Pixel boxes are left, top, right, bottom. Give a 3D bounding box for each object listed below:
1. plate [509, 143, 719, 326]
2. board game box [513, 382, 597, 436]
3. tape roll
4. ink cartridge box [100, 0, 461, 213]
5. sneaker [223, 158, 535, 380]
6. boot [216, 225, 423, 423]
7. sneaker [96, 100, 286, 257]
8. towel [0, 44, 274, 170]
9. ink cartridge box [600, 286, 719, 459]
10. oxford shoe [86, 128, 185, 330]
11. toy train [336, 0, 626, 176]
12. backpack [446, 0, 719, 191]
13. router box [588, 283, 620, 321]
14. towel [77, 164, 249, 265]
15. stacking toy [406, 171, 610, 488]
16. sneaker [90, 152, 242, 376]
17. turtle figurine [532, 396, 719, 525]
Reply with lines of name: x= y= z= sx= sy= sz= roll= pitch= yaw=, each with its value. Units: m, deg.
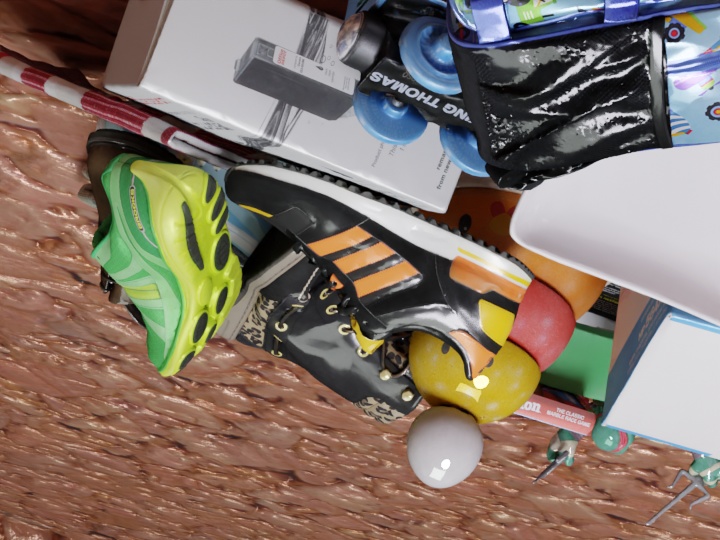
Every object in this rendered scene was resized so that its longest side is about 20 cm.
plate: x=0.199 y=-0.074 z=0.935 sx=0.200 sy=0.200 sz=0.032 roll=21 pitch=-171 yaw=-17
board game box: x=0.099 y=0.072 z=1.291 sx=0.103 sy=0.019 sz=0.200 roll=16 pitch=-172 yaw=-10
tape roll: x=0.127 y=0.042 z=1.325 sx=0.200 sy=0.048 sz=0.200 roll=19 pitch=-173 yaw=-2
ink cartridge box: x=-0.043 y=-0.111 z=1.058 sx=0.200 sy=0.084 sz=0.144 roll=22 pitch=179 yaw=-18
sneaker: x=0.000 y=0.000 z=1.073 sx=0.200 sy=0.090 sz=0.070 roll=22 pitch=179 yaw=3
boot: x=-0.008 y=0.028 z=1.210 sx=0.150 sy=0.073 sz=0.200 roll=33 pitch=145 yaw=-8
sneaker: x=-0.081 y=-0.085 z=1.240 sx=0.200 sy=0.080 sz=0.131 roll=30 pitch=140 yaw=-9
towel: x=-0.162 y=-0.109 z=1.154 sx=0.200 sy=0.023 sz=0.144 roll=24 pitch=-177 yaw=27
ink cartridge box: x=0.236 y=0.000 z=1.083 sx=0.128 sy=0.200 sz=0.125 roll=15 pitch=142 yaw=-2
oxford shoe: x=-0.146 y=-0.021 z=1.200 sx=0.072 sy=0.085 sz=0.200 roll=9 pitch=149 yaw=16
toy train: x=0.081 y=-0.113 z=0.978 sx=0.200 sy=0.115 sz=0.087 roll=21 pitch=148 yaw=-18
backpack: x=0.142 y=-0.142 z=0.787 sx=0.199 sy=0.183 sz=0.135 roll=-6 pitch=137 yaw=14
router box: x=0.186 y=-0.015 z=1.252 sx=0.200 sy=0.051 sz=0.149 roll=19 pitch=157 yaw=-13
towel: x=-0.124 y=-0.034 z=1.375 sx=0.192 sy=0.035 sz=0.200 roll=22 pitch=178 yaw=-15
stacking toy: x=0.080 y=0.049 z=1.140 sx=0.146 sy=0.200 sz=0.146 roll=15 pitch=156 yaw=7
sneaker: x=-0.127 y=-0.008 z=1.141 sx=0.083 sy=0.074 sz=0.200 roll=29 pitch=146 yaw=19
turtle figurine: x=0.231 y=0.121 z=1.412 sx=0.149 sy=0.200 sz=0.101 roll=17 pitch=120 yaw=34
